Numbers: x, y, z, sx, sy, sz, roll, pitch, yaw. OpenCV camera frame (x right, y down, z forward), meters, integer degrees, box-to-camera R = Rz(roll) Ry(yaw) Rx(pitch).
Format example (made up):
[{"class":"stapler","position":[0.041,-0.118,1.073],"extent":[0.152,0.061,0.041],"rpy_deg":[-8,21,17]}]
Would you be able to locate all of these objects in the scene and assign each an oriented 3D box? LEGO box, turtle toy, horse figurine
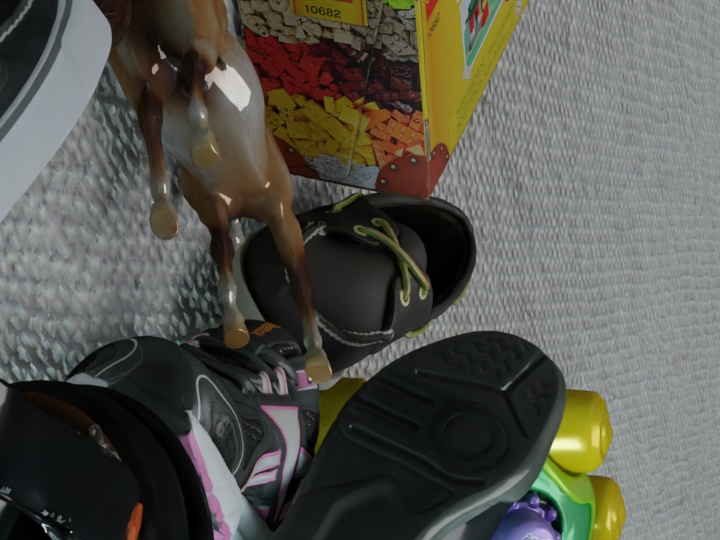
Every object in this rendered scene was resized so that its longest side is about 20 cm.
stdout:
[{"class":"LEGO box","position":[0.021,-0.152,1.115],"extent":[0.149,0.077,0.200],"rpy_deg":[84,24,-43]},{"class":"turtle toy","position":[0.038,0.104,1.200],"extent":[0.200,0.146,0.101],"rpy_deg":[74,21,-55]},{"class":"horse figurine","position":[-0.057,-0.049,0.935],"extent":[0.200,0.050,0.133],"rpy_deg":[61,12,-51]}]

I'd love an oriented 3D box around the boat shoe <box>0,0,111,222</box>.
[{"class":"boat shoe","position":[-0.128,-0.033,0.747],"extent":[0.057,0.069,0.200],"rpy_deg":[49,36,-19]}]

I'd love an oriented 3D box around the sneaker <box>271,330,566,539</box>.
[{"class":"sneaker","position":[0.008,0.115,1.031],"extent":[0.200,0.076,0.114],"rpy_deg":[-55,164,-28]}]

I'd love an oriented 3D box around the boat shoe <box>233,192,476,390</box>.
[{"class":"boat shoe","position":[0.000,0.000,1.132],"extent":[0.072,0.061,0.201],"rpy_deg":[60,16,1]}]

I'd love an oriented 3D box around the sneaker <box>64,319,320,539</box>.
[{"class":"sneaker","position":[-0.057,0.050,0.983],"extent":[0.086,0.080,0.200],"rpy_deg":[-60,171,-13]}]

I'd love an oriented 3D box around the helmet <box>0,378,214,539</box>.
[{"class":"helmet","position":[-0.145,0.052,0.526],"extent":[0.200,0.190,0.200],"rpy_deg":[-41,137,-54]}]
